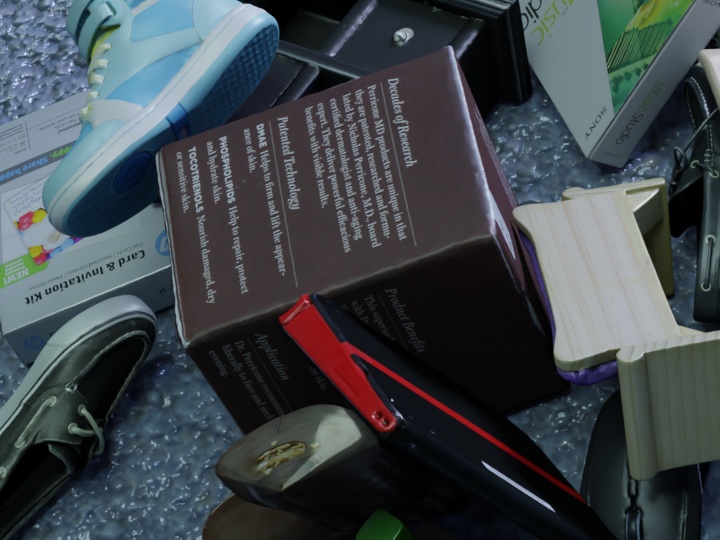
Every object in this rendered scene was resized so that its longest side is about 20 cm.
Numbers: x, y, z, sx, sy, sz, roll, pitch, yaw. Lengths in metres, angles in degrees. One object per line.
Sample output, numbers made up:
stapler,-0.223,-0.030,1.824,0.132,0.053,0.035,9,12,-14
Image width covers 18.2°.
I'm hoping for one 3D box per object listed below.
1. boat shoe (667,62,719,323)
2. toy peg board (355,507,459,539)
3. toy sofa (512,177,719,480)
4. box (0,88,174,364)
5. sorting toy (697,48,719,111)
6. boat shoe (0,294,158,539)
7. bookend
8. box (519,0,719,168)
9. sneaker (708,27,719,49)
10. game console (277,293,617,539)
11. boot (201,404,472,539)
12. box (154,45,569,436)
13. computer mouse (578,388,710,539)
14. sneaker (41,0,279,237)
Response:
boat shoe,0.218,-0.049,1.395,0.062,0.075,0.201,-7,55,3
toy peg board,0.032,0.244,1.209,0.199,0.098,0.200,30,77,38
toy sofa,0.151,0.031,1.307,0.097,0.083,0.200,-11,30,0
box,-0.188,-0.044,1.591,0.155,0.041,0.201,-22,49,5
sorting toy,0.312,-0.064,1.352,0.184,0.037,0.201,-4,50,-14
boat shoe,-0.195,0.105,1.459,0.200,0.071,0.064,-48,49,-7
bookend,-0.022,-0.114,1.513,0.198,0.092,0.200,22,58,27
box,0.161,-0.186,1.501,0.145,0.036,0.200,-57,40,29
sneaker,0.231,-0.182,1.501,0.085,0.077,0.200,-16,39,11
game console,0.051,0.095,1.242,0.031,0.200,0.177,-52,31,8
boot,-0.046,0.125,1.276,0.186,0.200,0.065,-20,75,18
box,0.000,0.000,1.388,0.199,0.166,0.165,-19,48,8
computer mouse,0.185,0.135,1.278,0.140,0.046,0.201,-1,53,25
sneaker,-0.160,-0.118,1.439,0.130,0.080,0.200,35,64,17
